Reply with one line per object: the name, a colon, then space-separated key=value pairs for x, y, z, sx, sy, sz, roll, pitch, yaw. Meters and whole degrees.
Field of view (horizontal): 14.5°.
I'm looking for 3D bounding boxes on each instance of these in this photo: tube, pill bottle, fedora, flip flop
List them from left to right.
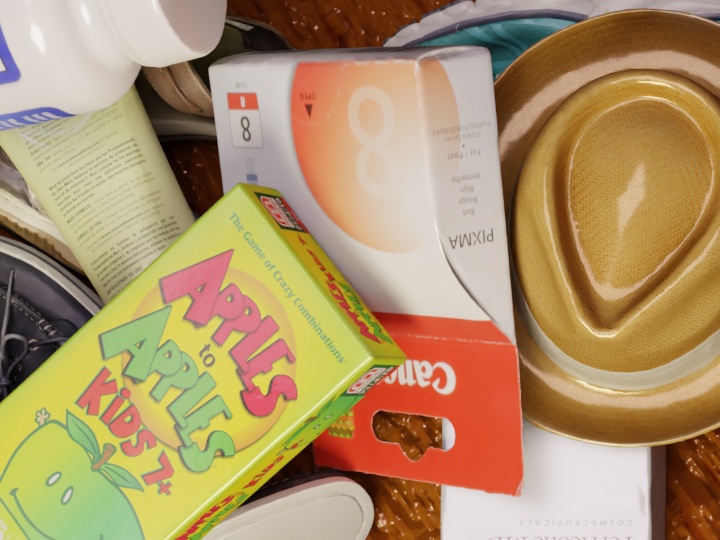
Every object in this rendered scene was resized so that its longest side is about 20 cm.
pill bottle: x=-0.167 y=-0.121 z=1.306 sx=0.199 sy=0.112 sz=0.113 roll=-10 pitch=79 yaw=22
tube: x=-0.102 y=-0.010 z=1.337 sx=0.058 sy=0.052 sz=0.200 roll=-23 pitch=77 yaw=-35
flip flop: x=-0.067 y=-0.095 z=1.378 sx=0.199 sy=0.058 sz=0.081 roll=20 pitch=58 yaw=13
fedora: x=0.121 y=-0.024 z=1.251 sx=0.200 sy=0.082 sz=0.202 roll=-1 pitch=81 yaw=9

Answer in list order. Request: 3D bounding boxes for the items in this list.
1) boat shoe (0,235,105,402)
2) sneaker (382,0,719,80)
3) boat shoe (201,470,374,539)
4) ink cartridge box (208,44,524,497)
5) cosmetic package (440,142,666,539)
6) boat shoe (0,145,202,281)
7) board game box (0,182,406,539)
boat shoe: x=-0.151 y=0.048 z=1.375 sx=0.200 sy=0.075 sz=0.062 roll=37 pitch=47 yaw=13
sneaker: x=0.106 y=-0.096 z=1.345 sx=0.199 sy=0.077 sz=0.080 roll=0 pitch=88 yaw=13
boat shoe: x=-0.089 y=0.147 z=1.355 sx=0.200 sy=0.074 sz=0.060 roll=-34 pitch=38 yaw=0
ink cartridge box: x=0.000 y=0.000 z=1.284 sx=0.162 sy=0.050 sz=0.201 roll=4 pitch=99 yaw=52
cosmetic package: x=0.091 y=0.044 z=1.325 sx=0.101 sy=0.074 sz=0.201 roll=-2 pitch=79 yaw=12
boat shoe: x=-0.148 y=-0.041 z=1.400 sx=0.200 sy=0.073 sz=0.065 roll=31 pitch=84 yaw=6
board game box: x=-0.088 y=0.065 z=1.277 sx=0.200 sy=0.048 sz=0.102 roll=-42 pitch=74 yaw=14
